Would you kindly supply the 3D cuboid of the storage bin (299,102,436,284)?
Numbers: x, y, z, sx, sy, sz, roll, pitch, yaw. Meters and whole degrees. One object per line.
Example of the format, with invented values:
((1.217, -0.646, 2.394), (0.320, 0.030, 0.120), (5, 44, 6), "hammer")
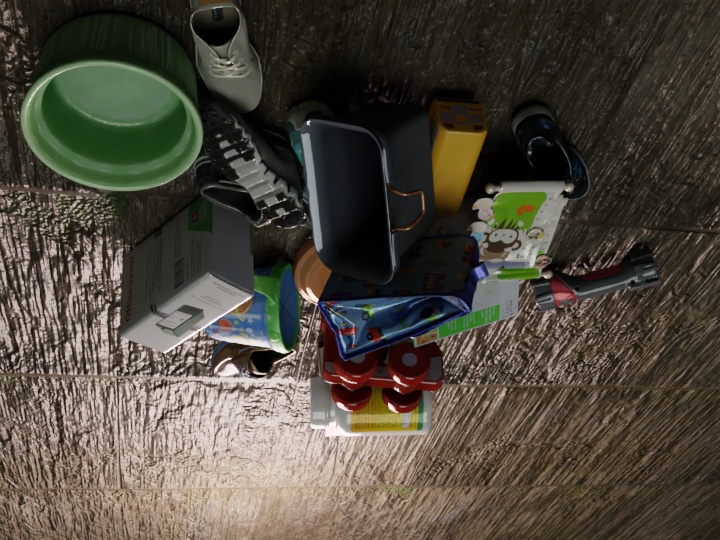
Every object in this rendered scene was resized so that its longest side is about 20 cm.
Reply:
((0.029, -0.106, 1.084), (0.144, 0.134, 0.202), (16, 127, 35), "storage bin")

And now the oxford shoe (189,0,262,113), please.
((-0.153, -0.245, 1.002), (0.074, 0.058, 0.201), (-9, 147, -3), "oxford shoe")

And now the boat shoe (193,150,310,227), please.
((-0.139, -0.092, 1.195), (0.199, 0.072, 0.072), (20, 142, -34), "boat shoe")

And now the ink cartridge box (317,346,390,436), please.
((-0.002, 0.221, 1.638), (0.145, 0.084, 0.201), (-4, 144, -2), "ink cartridge box")

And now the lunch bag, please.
((0.064, 0.015, 1.125), (0.198, 0.151, 0.095), (-15, 116, 21), "lunch bag")

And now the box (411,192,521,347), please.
((0.140, -0.002, 1.317), (0.174, 0.097, 0.201), (-16, 141, -5), "box")

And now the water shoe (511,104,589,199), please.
((0.256, -0.135, 1.192), (0.071, 0.080, 0.200), (-24, 140, 24), "water shoe")

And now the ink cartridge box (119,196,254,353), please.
((-0.246, 0.005, 1.254), (0.199, 0.147, 0.084), (-31, 139, 31), "ink cartridge box")

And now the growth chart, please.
((0.210, -0.050, 1.199), (0.143, 0.018, 0.201), (-9, 139, -11), "growth chart")

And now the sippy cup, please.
((-0.169, 0.056, 1.360), (0.129, 0.140, 0.180), (0, 120, 10), "sippy cup")

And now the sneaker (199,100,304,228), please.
((-0.132, -0.147, 1.116), (0.066, 0.091, 0.200), (-17, 133, 27), "sneaker")

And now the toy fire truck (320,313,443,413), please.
((0.033, 0.126, 1.417), (0.197, 0.169, 0.113), (3, 143, -3), "toy fire truck")

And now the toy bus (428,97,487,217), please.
((0.109, -0.137, 1.168), (0.064, 0.079, 0.201), (1, 143, -10), "toy bus")

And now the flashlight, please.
((0.372, 0.011, 1.429), (0.198, 0.068, 0.068), (-17, 109, 8), "flashlight")

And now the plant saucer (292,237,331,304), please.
((-0.004, -0.001, 1.361), (0.198, 0.033, 0.201), (-8, 142, -6), "plant saucer")

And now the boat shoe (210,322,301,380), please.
((-0.184, 0.144, 1.514), (0.199, 0.073, 0.072), (-32, 137, 31), "boat shoe")

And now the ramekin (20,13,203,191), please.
((-0.279, -0.193, 1.017), (0.197, 0.099, 0.201), (-4, 144, -3), "ramekin")

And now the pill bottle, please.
((0.015, 0.219, 1.487), (0.197, 0.114, 0.113), (-1, 144, -4), "pill bottle")

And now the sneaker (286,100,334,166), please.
((-0.043, -0.129, 1.156), (0.077, 0.080, 0.200), (-18, 143, 17), "sneaker")
